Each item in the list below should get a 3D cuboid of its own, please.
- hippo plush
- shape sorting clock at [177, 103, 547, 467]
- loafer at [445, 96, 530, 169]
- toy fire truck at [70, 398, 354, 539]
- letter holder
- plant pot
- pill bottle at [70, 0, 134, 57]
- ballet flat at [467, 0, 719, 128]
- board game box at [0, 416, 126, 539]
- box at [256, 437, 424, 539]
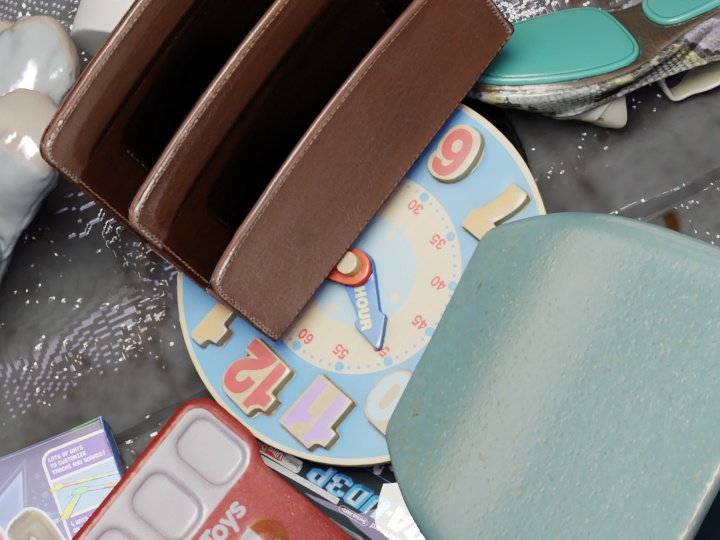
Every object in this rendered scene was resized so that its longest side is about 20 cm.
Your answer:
[{"bbox_3d":[-0.249,-0.062,1.270,0.160,0.160,0.200,18,117,-21],"label":"hippo plush"},{"bbox_3d":[0.000,0.000,1.255,0.199,0.039,0.201,-4,78,19],"label":"shape sorting clock"},{"bbox_3d":[0.023,-0.089,1.324,0.071,0.073,0.200,-36,75,22],"label":"loafer"},{"bbox_3d":[-0.084,0.186,1.215,0.168,0.112,0.200,41,73,-3],"label":"toy fire truck"},{"bbox_3d":[-0.041,-0.091,1.204,0.100,0.142,0.200,35,85,31],"label":"letter holder"},{"bbox_3d":[0.130,0.080,1.133,0.200,0.196,0.196,28,93,40],"label":"plant pot"},{"bbox_3d":[-0.084,-0.204,1.327,0.112,0.113,0.201,17,79,7],"label":"pill bottle"},{"bbox_3d":[0.147,-0.112,1.311,0.200,0.072,0.072,-21,77,-9],"label":"ballet flat"},{"bbox_3d":[-0.203,0.176,1.291,0.199,0.034,0.136,-21,77,-2],"label":"board game box"},{"bbox_3d":[0.047,0.079,1.279,0.200,0.046,0.159,28,81,16],"label":"box"}]
